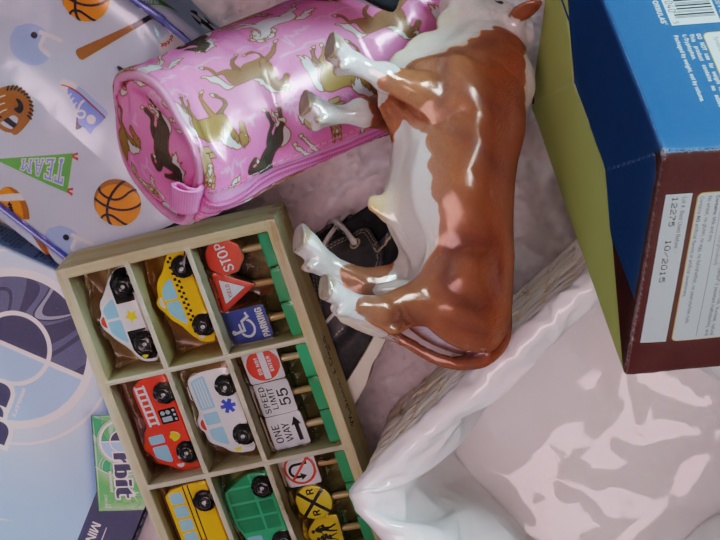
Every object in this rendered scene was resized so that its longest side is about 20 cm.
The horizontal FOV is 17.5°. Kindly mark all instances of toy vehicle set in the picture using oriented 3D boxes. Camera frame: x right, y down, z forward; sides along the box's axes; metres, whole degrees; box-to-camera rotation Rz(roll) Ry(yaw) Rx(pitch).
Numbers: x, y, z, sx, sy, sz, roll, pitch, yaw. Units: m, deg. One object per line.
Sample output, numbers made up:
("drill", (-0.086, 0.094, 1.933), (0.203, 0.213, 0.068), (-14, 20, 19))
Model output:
("toy vehicle set", (-0.069, 0.071, 1.239), (0.124, 0.027, 0.201), (-14, 109, 16))

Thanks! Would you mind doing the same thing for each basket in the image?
("basket", (0.133, 0.103, 1.214), (0.198, 0.161, 0.200), (-43, 94, 13))

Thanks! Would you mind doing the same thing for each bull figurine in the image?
("bull figurine", (0.033, -0.054, 1.126), (0.121, 0.065, 0.201), (6, 74, -22))

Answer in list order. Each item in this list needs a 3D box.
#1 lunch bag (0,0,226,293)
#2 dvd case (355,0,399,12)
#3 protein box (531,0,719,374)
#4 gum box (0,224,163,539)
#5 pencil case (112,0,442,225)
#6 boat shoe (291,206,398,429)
("lunch bag", (-0.154, -0.089, 1.248), (0.200, 0.076, 0.160), (39, 106, -4))
("dvd case", (-0.093, -0.176, 1.147), (0.199, 0.142, 0.018), (22, 93, 31))
("protein box", (0.202, -0.075, 1.089), (0.199, 0.199, 0.135), (-4, 134, -9))
("gum box", (-0.199, 0.068, 1.300), (0.199, 0.045, 0.171), (23, 104, 1))
("pencil case", (-0.030, -0.091, 1.178), (0.199, 0.086, 0.083), (-24, 117, -30))
("boat shoe", (0.000, 0.000, 1.251), (0.067, 0.072, 0.201), (31, 107, -2))
